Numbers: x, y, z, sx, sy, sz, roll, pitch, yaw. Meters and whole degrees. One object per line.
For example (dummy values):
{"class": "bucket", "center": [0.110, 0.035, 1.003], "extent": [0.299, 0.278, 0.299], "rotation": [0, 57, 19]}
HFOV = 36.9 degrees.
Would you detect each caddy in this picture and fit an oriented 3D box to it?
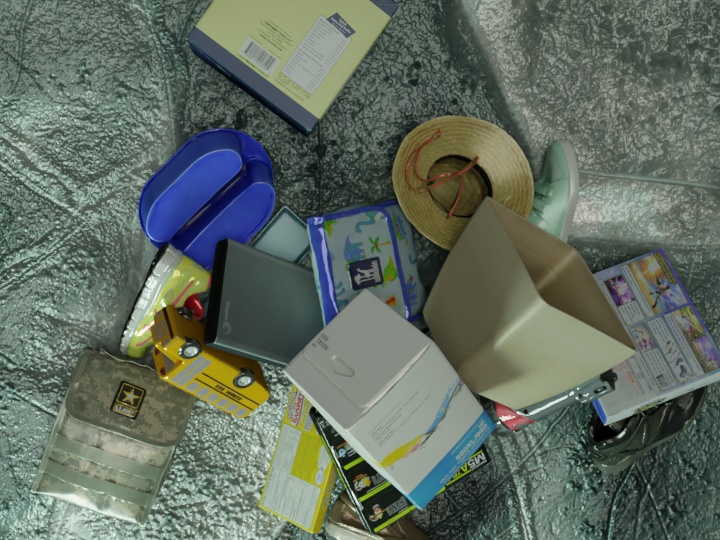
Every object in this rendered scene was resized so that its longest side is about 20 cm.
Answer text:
{"class": "caddy", "center": [-0.204, -0.095, 1.438], "extent": [0.200, 0.105, 0.141], "rotation": [-43, 117, 6]}

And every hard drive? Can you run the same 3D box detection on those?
{"class": "hard drive", "center": [-0.112, 0.054, 1.421], "extent": [0.199, 0.033, 0.140], "rotation": [21, 65, -39]}

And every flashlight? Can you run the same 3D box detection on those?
{"class": "flashlight", "center": [0.253, 0.164, 1.469], "extent": [0.068, 0.068, 0.200], "rotation": [46, 128, -11]}

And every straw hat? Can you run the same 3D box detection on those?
{"class": "straw hat", "center": [0.130, -0.112, 1.478], "extent": [0.200, 0.085, 0.202], "rotation": [2, 82, -14]}

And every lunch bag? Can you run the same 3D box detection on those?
{"class": "lunch bag", "center": [0.000, 0.000, 1.408], "extent": [0.127, 0.200, 0.171], "rotation": [-10, 94, 29]}
{"class": "lunch bag", "center": [-0.323, 0.214, 1.434], "extent": [0.163, 0.118, 0.201], "rotation": [21, 96, -9]}

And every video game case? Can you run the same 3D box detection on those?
{"class": "video game case", "center": [0.379, 0.090, 1.496], "extent": [0.180, 0.046, 0.201], "rotation": [-21, 65, -4]}

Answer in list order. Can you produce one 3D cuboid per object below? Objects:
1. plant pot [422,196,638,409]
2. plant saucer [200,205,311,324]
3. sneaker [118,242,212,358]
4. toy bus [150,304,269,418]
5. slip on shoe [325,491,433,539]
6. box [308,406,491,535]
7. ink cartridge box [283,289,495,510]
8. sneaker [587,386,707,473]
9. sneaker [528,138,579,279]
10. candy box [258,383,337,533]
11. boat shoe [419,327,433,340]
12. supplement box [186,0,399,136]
{"class": "plant pot", "center": [0.198, 0.061, 1.392], "extent": [0.199, 0.200, 0.177], "rotation": [26, 119, -37]}
{"class": "plant saucer", "center": [-0.145, 0.007, 1.494], "extent": [0.070, 0.019, 0.200], "rotation": [41, 88, -7]}
{"class": "sneaker", "center": [-0.255, 0.057, 1.420], "extent": [0.090, 0.078, 0.200], "rotation": [23, 132, -13]}
{"class": "toy bus", "center": [-0.201, 0.121, 1.413], "extent": [0.078, 0.065, 0.200], "rotation": [-38, 138, 15]}
{"class": "slip on shoe", "center": [0.051, 0.368, 1.514], "extent": [0.199, 0.076, 0.061], "rotation": [21, 94, 1]}
{"class": "box", "center": [0.056, 0.225, 1.456], "extent": [0.199, 0.047, 0.194], "rotation": [-30, 110, -14]}
{"class": "ink cartridge box", "center": [0.037, 0.155, 1.301], "extent": [0.145, 0.147, 0.200], "rotation": [-45, 133, -8]}
{"class": "sneaker", "center": [0.401, 0.195, 1.517], "extent": [0.199, 0.076, 0.114], "rotation": [-35, 139, -1]}
{"class": "sneaker", "center": [0.232, -0.088, 1.497], "extent": [0.117, 0.074, 0.202], "rotation": [7, 96, -13]}
{"class": "candy box", "center": [-0.072, 0.248, 1.486], "extent": [0.102, 0.026, 0.201], "rotation": [18, 93, 37]}
{"class": "boat shoe", "center": [0.054, 0.156, 1.502], "extent": [0.075, 0.062, 0.200], "rotation": [44, 85, -22]}
{"class": "supplement box", "center": [-0.089, -0.318, 1.418], "extent": [0.200, 0.134, 0.200], "rotation": [36, 90, -7]}
